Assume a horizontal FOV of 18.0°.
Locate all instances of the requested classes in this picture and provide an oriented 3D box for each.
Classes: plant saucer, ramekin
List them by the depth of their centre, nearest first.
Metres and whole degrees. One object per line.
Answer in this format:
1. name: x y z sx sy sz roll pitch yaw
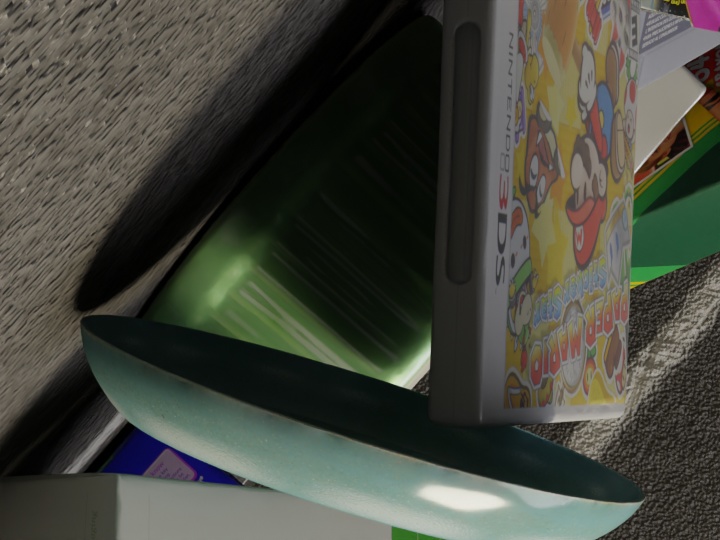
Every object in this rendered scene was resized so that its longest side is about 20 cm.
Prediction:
1. plant saucer: -0.002 0.057 0.771 0.200 0.199 0.028 -14 120 -84
2. ramekin: 0.000 0.000 0.960 0.200 0.098 0.200 -48 176 -4

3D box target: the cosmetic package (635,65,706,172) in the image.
1. cosmetic package: 0.096 -0.066 1.337 0.200 0.102 0.074 -48 -167 -1

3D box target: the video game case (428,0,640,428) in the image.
1. video game case: 0.070 -0.035 0.852 0.200 0.023 0.183 7 85 -70

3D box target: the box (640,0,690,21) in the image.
1. box: 0.176 -0.183 1.035 0.200 0.040 0.138 -22 125 -69

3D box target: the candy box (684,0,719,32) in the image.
1. candy box: 0.191 -0.203 0.906 0.200 0.061 0.137 -47 134 -31

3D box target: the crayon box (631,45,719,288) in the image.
1. crayon box: 0.174 -0.086 1.421 0.172 0.058 0.201 -24 -140 32

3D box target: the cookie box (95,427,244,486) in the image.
1. cookie box: -0.137 0.167 1.240 0.171 0.075 0.200 -49 176 -7

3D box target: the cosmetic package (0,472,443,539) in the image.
1. cosmetic package: -0.049 0.140 0.906 0.085 0.108 0.199 -7 168 43

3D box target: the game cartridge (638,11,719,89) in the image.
1. game cartridge: 0.175 -0.176 1.243 0.200 0.041 0.134 -30 140 -52
